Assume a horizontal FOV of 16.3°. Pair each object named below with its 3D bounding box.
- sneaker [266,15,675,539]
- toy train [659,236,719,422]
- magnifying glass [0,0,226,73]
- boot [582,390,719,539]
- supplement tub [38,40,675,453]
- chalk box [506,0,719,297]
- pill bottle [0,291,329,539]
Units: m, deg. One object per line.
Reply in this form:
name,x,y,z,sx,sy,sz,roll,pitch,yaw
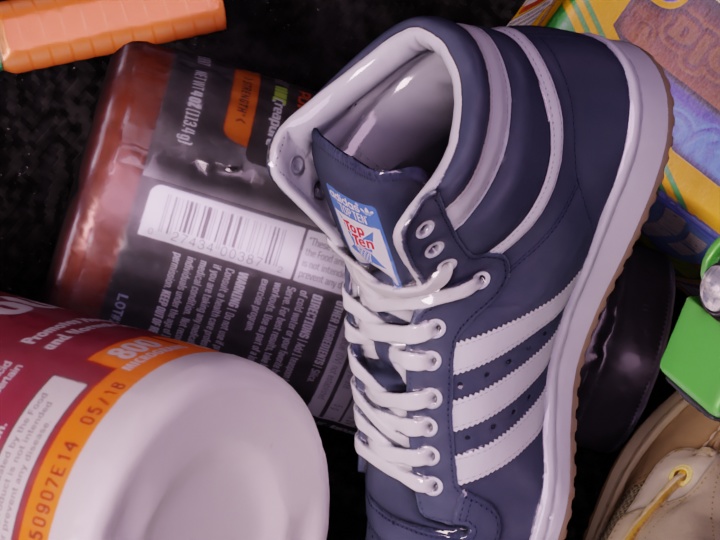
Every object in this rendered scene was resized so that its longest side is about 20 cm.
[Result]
sneaker,0.016,0.022,0.725,0.108,0.070,0.201,9,101,-48
toy train,0.173,0.025,0.767,0.199,0.042,0.057,6,114,-36
magnifying glass,-0.145,-0.074,0.859,0.199,0.022,0.080,-13,90,-6
boot,0.126,0.097,0.745,0.200,0.155,0.073,-45,110,-28
supplement tub,0.000,0.000,0.834,0.199,0.107,0.108,16,86,-8
chalk box,0.149,-0.046,0.847,0.200,0.124,0.124,38,84,-4
pill bottle,-0.118,0.063,0.764,0.199,0.114,0.115,13,86,36
